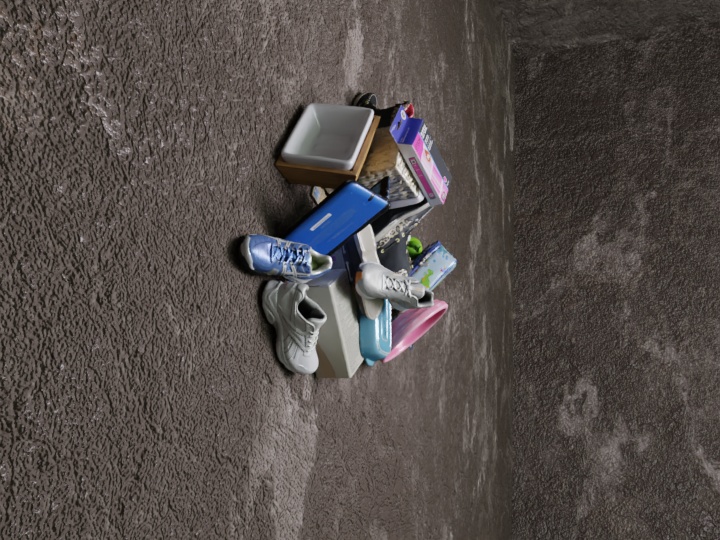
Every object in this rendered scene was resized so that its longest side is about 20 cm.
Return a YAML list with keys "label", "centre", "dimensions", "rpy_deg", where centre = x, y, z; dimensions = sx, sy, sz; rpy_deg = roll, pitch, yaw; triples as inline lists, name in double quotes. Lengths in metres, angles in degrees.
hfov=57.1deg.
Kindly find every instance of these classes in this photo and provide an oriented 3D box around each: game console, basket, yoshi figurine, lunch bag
- label: "game console"
  centre: [-0.049, -0.114, 1.252]
  dimensions: [0.171, 0.200, 0.119]
  rpy_deg: [24, 36, -47]
- label: "basket"
  centre: [0.028, -0.215, 1.403]
  dimensions: [0.123, 0.200, 0.136]
  rpy_deg: [49, 43, -48]
- label: "yoshi figurine"
  centre: [0.097, -0.038, 1.605]
  dimensions: [0.200, 0.112, 0.112]
  rpy_deg: [-57, 145, -49]
- label: "lunch bag"
  centre: [0.142, 0.019, 1.579]
  dimensions: [0.161, 0.082, 0.200]
  rpy_deg: [-45, 176, -8]

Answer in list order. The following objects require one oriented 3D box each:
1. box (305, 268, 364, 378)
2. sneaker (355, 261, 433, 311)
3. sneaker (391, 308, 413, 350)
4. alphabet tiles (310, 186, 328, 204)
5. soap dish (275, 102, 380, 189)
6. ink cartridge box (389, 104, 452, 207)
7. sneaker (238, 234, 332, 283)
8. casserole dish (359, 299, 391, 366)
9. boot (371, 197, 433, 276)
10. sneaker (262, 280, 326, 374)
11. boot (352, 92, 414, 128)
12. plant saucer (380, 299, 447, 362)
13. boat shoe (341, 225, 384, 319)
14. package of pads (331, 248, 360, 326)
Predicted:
- label: "box"
  centre: [-0.058, 0.105, 1.314]
  dimensions: [0.095, 0.078, 0.200]
  rpy_deg: [-45, 127, -61]
- label: "sneaker"
  centre: [0.073, 0.030, 1.301]
  dimensions: [0.200, 0.092, 0.076]
  rpy_deg: [21, 74, -48]
- label: "sneaker"
  centre: [0.082, 0.154, 1.645]
  dimensions: [0.200, 0.070, 0.109]
  rpy_deg: [-9, 94, -69]
- label: "alphabet tiles"
  centre: [-0.062, -0.184, 1.440]
  dimensions: [0.200, 0.006, 0.167]
  rpy_deg: [59, 35, -48]
- label: "soap dish"
  centre: [-0.058, -0.240, 1.286]
  dimensions: [0.081, 0.157, 0.200]
  rpy_deg: [87, 16, -45]
- label: "ink cartridge box"
  centre: [0.126, -0.235, 1.355]
  dimensions: [0.200, 0.037, 0.095]
  rpy_deg: [54, 40, -31]
- label: "sneaker"
  centre: [-0.129, -0.026, 1.147]
  dimensions: [0.200, 0.077, 0.076]
  rpy_deg: [13, 68, -54]
- label: "casserole dish"
  centre: [0.034, 0.101, 1.402]
  dimensions: [0.121, 0.039, 0.201]
  rpy_deg: [36, 53, -65]
- label: "boot"
  centre: [0.094, -0.072, 1.451]
  dimensions: [0.203, 0.073, 0.154]
  rpy_deg: [-35, 131, -18]
- label: "sneaker"
  centre: [-0.103, 0.107, 1.181]
  dimensions: [0.078, 0.099, 0.200]
  rpy_deg: [-63, 142, -50]
- label: "boot"
  centre: [0.052, -0.363, 1.548]
  dimensions: [0.200, 0.150, 0.073]
  rpy_deg: [-65, 144, -48]
- label: "plant saucer"
  centre: [0.111, 0.130, 1.516]
  dimensions: [0.051, 0.201, 0.200]
  rpy_deg: [48, 19, 14]
- label: "boat shoe"
  centre: [0.000, 0.000, 1.337]
  dimensions: [0.073, 0.063, 0.201]
  rpy_deg: [-15, 98, -51]
- label: "package of pads"
  centre: [-0.018, 0.025, 1.432]
  dimensions: [0.154, 0.068, 0.201]
  rpy_deg: [-16, 100, -67]
